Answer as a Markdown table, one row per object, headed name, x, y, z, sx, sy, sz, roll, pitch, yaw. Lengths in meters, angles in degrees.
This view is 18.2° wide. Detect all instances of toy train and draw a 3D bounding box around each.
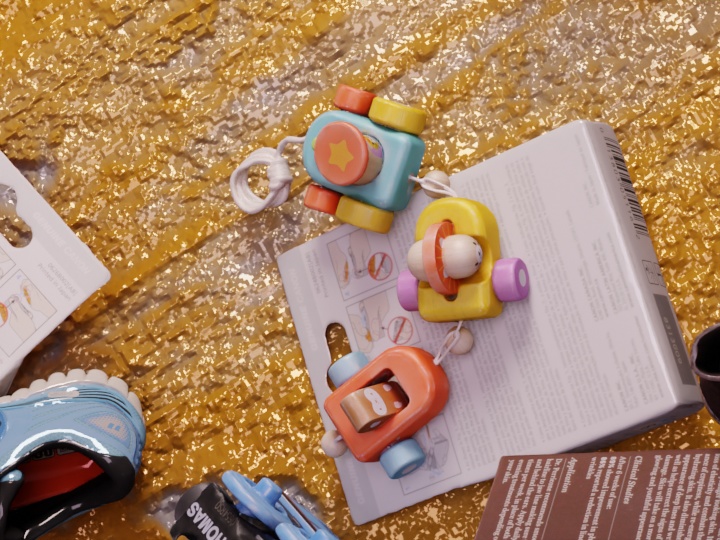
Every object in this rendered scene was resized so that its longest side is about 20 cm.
| name | x | y | z | sx | sy | sz | roll | pitch | yaw |
| --- | --- | --- | --- | --- | --- | --- | --- | --- | --- |
| toy train | 0.000 | 0.000 | 1.180 | 0.150 | 0.056 | 0.201 | -35 | 72 | 21 |
| toy train | -0.023 | 0.178 | 1.120 | 0.087 | 0.114 | 0.200 | -49 | 43 | 1 |

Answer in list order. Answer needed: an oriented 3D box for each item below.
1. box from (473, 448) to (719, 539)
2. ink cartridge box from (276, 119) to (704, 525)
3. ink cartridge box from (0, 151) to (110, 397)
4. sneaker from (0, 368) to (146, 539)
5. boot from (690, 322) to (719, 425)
| name | x | y | z | sx | sy | sz | roll | pitch | yaw |
| --- | --- | --- | --- | --- | --- | --- | --- | --- | --- |
| box | 0.158 | 0.143 | 1.097 | 0.199 | 0.075 | 0.100 | -5 | 36 | 25 |
| ink cartridge box | 0.066 | 0.031 | 1.202 | 0.199 | 0.047 | 0.161 | -24 | 76 | 26 |
| ink cartridge box | -0.256 | 0.021 | 1.274 | 0.200 | 0.050 | 0.162 | -43 | 74 | -2 |
| sneaker | -0.209 | 0.110 | 1.189 | 0.199 | 0.090 | 0.079 | -16 | 118 | -5 |
| boot | 0.260 | 0.058 | 1.075 | 0.199 | 0.166 | 0.073 | 2 | 81 | 14 |
